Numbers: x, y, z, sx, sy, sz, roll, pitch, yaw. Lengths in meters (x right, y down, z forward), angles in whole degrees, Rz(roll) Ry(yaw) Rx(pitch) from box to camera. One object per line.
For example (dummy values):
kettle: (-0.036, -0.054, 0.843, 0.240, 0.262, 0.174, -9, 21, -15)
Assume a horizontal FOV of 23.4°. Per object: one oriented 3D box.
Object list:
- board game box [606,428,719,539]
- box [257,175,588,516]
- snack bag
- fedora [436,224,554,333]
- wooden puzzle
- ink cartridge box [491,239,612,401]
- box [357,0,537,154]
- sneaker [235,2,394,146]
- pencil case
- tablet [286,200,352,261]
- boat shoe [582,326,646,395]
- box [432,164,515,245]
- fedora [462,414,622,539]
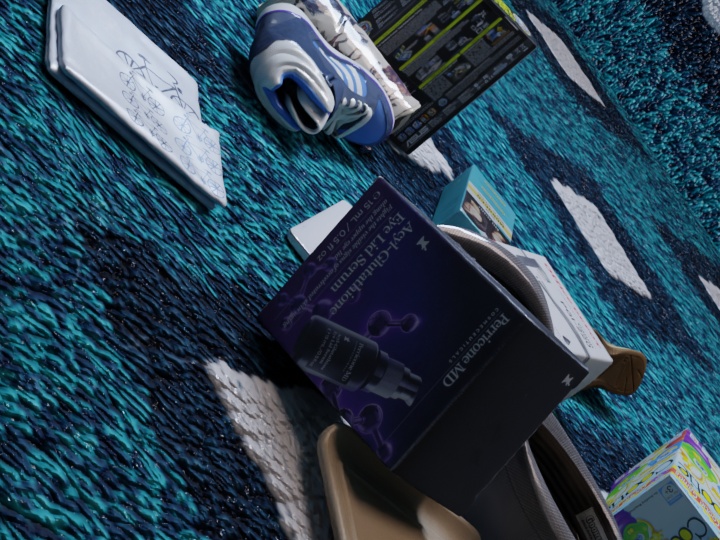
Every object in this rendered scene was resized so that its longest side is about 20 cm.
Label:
board game box: (0.310, 0.247, 1.737, 0.103, 0.105, 0.200, 52, 16, 3)
box: (0.044, 0.054, 1.281, 0.200, 0.148, 0.104, 44, 4, 42)
snack bag: (-0.183, -0.157, 1.417, 0.188, 0.021, 0.201, 41, 20, -31)
fedora: (0.066, 0.057, 1.458, 0.199, 0.178, 0.090, 27, -7, -18)
wooden puzzle: (0.036, 0.225, 1.209, 0.185, 0.037, 0.201, 41, 25, -32)
ink cartridge box: (0.163, 0.054, 1.782, 0.146, 0.085, 0.200, 58, 16, 19)
box: (0.074, -0.243, 1.944, 0.160, 0.200, 0.044, 37, 22, -37)
sneaker: (-0.038, -0.159, 1.716, 0.200, 0.080, 0.147, 45, 26, -32)
pencil case: (-0.027, -0.225, 1.861, 0.200, 0.089, 0.078, 51, 46, -2)
tablet: (0.000, 0.000, 1.588, 0.131, 0.014, 0.200, 53, 18, 0)
boat shoe: (0.243, 0.092, 1.966, 0.199, 0.073, 0.072, 16, 7, -46)
box: (0.127, -0.052, 1.954, 0.082, 0.049, 0.200, 49, 17, -9)
fedora: (0.137, 0.198, 1.388, 0.201, 0.090, 0.177, 54, 17, -22)
